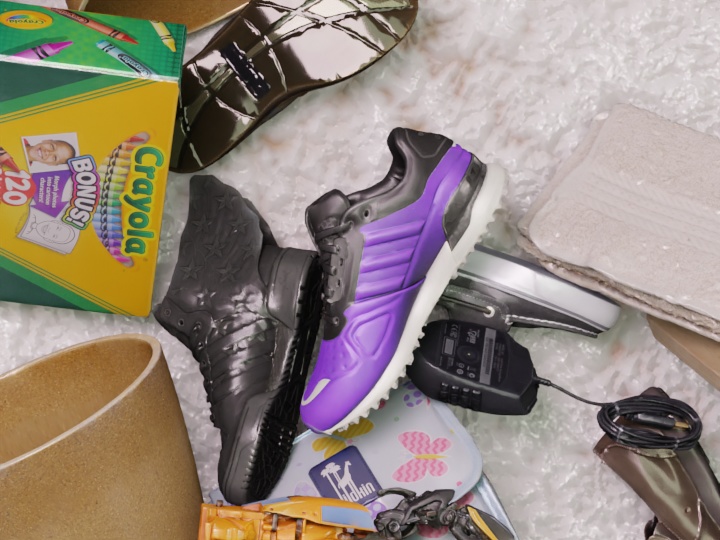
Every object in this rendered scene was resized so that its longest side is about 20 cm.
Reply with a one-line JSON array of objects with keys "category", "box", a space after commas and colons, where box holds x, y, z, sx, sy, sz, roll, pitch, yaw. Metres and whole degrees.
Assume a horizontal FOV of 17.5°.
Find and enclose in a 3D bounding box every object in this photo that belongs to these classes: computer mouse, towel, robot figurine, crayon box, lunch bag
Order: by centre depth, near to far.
[{"category": "robot figurine", "box": [0.000, 0.198, 1.378, 0.200, 0.058, 0.145, 6, 91, -6]}, {"category": "crayon box", "box": [-0.175, -0.065, 1.426, 0.119, 0.058, 0.200, 7, 133, -5]}, {"category": "towel", "box": [0.208, -0.030, 1.466, 0.200, 0.035, 0.133, 22, 62, 29]}, {"category": "lunch bag", "box": [0.015, 0.187, 1.471, 0.169, 0.127, 0.200, -25, 81, -6]}, {"category": "computer mouse", "box": [0.119, 0.080, 1.472, 0.200, 0.059, 0.034, 18, 131, -3]}]

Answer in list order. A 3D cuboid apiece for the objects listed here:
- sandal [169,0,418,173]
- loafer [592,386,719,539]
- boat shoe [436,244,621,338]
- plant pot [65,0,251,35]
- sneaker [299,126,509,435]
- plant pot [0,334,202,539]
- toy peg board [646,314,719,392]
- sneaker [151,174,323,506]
[{"category": "sandal", "box": [-0.053, -0.133, 1.503, 0.200, 0.055, 0.082, -39, 87, 10]}, {"category": "loafer", "box": [0.216, 0.175, 1.523, 0.071, 0.073, 0.200, -30, 88, 6]}, {"category": "boat shoe", "box": [0.065, 0.017, 1.505, 0.200, 0.070, 0.066, 17, 96, -5]}, {"category": "plant pot", "box": [-0.132, -0.270, 1.442, 0.186, 0.186, 0.200, -26, 78, -5]}, {"category": "sneaker", "box": [0.000, 0.000, 1.434, 0.099, 0.070, 0.200, 31, 89, -15]}, {"category": "plant pot", "box": [-0.169, 0.171, 1.432, 0.186, 0.186, 0.200, -25, 107, -5]}, {"category": "toy peg board", "box": [0.317, 0.051, 1.474, 0.199, 0.200, 0.098, -27, 111, -6]}, {"category": "sneaker", "box": [-0.085, 0.044, 1.468, 0.104, 0.060, 0.200, 11, 79, 21]}]
